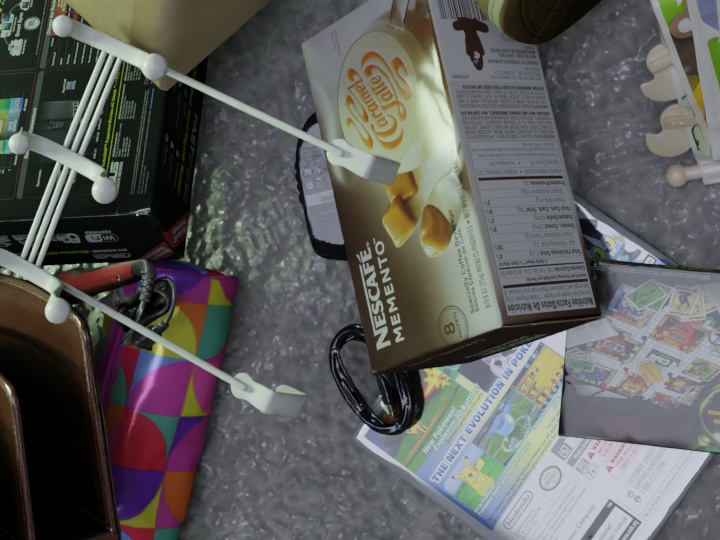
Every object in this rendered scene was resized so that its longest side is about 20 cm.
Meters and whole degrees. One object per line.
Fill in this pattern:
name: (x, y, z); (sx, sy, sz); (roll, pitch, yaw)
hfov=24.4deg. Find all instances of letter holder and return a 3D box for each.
letter holder: (-0.230, 0.081, 0.963); (0.100, 0.200, 0.143); (-11, 103, -30)

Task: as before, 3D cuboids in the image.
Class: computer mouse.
computer mouse: (0.000, 0.000, 1.002); (0.058, 0.034, 0.201); (-9, 86, 7)

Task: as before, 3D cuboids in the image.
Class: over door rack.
over door rack: (-0.099, -0.030, 0.864); (0.200, 0.067, 0.148); (25, 98, 12)

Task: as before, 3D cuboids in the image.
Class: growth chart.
growth chart: (0.222, -0.121, 0.894); (0.144, 0.200, 0.018); (-4, 46, 8)

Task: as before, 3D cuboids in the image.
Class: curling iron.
curling iron: (-0.172, 0.020, 0.982); (0.200, 0.026, 0.050); (-1, 80, 49)

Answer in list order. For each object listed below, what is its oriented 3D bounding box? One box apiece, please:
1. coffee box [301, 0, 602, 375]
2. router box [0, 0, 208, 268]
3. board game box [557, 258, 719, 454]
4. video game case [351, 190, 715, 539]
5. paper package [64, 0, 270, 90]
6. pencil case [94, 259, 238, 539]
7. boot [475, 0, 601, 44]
coffee box: (0.048, -0.053, 0.933); (0.114, 0.080, 0.201); (-23, 75, 49)
router box: (-0.173, -0.101, 0.989); (0.149, 0.062, 0.201); (-2, 64, 14)
board game box: (0.215, 0.053, 0.937); (0.199, 0.023, 0.105); (6, 91, 14)
video game case: (0.121, 0.072, 0.984); (0.182, 0.022, 0.200); (35, 100, 10)
paper package: (-0.074, -0.226, 0.889); (0.103, 0.200, 0.191); (41, 64, 9)
pencil case: (-0.135, 0.083, 1.015); (0.088, 0.088, 0.201); (12, 94, 13)
boot: (0.073, -0.204, 0.906); (0.155, 0.200, 0.072); (38, 126, 11)
